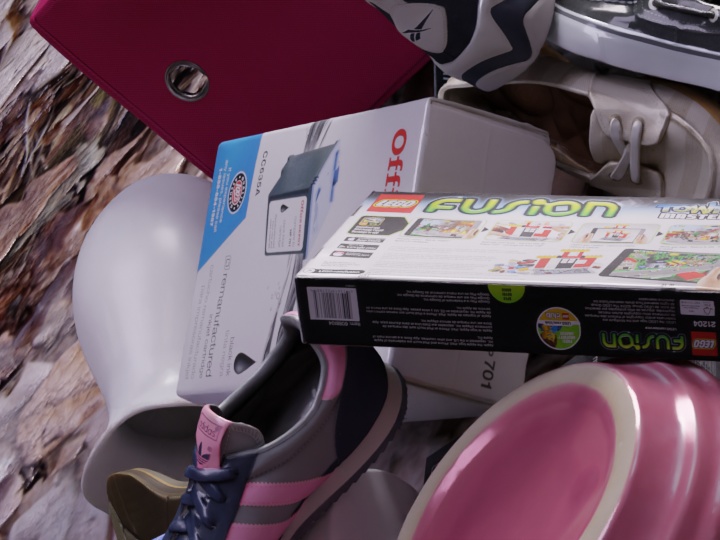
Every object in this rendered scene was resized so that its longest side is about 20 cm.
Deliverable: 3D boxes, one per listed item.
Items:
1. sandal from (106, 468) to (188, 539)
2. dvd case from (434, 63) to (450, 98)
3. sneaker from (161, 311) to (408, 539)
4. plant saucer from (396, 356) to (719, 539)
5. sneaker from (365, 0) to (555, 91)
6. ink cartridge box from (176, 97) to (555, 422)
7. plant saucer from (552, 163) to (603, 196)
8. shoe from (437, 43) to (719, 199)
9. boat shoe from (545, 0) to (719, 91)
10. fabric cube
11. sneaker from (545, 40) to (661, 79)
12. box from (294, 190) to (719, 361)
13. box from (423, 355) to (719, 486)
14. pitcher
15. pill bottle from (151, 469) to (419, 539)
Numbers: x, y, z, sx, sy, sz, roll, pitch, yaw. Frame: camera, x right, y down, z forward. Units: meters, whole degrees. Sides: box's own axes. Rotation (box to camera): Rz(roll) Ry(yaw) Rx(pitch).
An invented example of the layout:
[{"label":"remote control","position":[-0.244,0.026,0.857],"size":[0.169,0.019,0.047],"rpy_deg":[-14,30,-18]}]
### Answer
[{"label":"sandal","position":[-0.080,0.141,1.594],"size":[0.200,0.054,0.081],"rpy_deg":[-14,88,57]},{"label":"dvd case","position":[0.074,-0.184,1.652],"size":[0.025,0.151,0.200],"rpy_deg":[6,36,13]},{"label":"sneaker","position":[-0.065,0.105,1.347],"size":[0.070,0.082,0.200],"rpy_deg":[25,75,45]},{"label":"plant saucer","position":[0.079,0.115,1.246],"size":[0.200,0.051,0.201],"rpy_deg":[-39,27,24]},{"label":"sneaker","position":[0.038,-0.199,1.473],"size":[0.079,0.129,0.200],"rpy_deg":[-25,46,53]},{"label":"ink cartridge box","position":[0.000,0.000,1.500],"size":[0.200,0.086,0.147],"rpy_deg":[-10,68,56]},{"label":"plant saucer","position":[0.063,-0.002,1.573],"size":[0.200,0.034,0.201],"rpy_deg":[-39,28,26]},{"label":"shoe","position":[0.117,-0.068,1.468],"size":[0.053,0.070,0.200],"rpy_deg":[-21,31,-33]},{"label":"boat shoe","position":[0.173,-0.119,1.424],"size":[0.199,0.068,0.057],"rpy_deg":[19,101,37]},{"label":"fabric cube","position":[-0.046,-0.197,1.778],"size":[0.199,0.196,0.200],"rpy_deg":[-41,16,38]},{"label":"sneaker","position":[0.153,-0.125,1.537],"size":[0.199,0.082,0.078],"rpy_deg":[-10,91,41]},{"label":"box","position":[0.082,0.000,1.314],"size":[0.199,0.035,0.110],"rpy_deg":[2,23,21]},{"label":"box","position":[0.093,0.129,1.322],"size":[0.158,0.048,0.201],"rpy_deg":[-37,29,32]},{"label":"pitcher","position":[-0.095,0.028,1.717],"size":[0.171,0.121,0.201],"rpy_deg":[-36,38,31]},{"label":"pill bottle","position":[-0.051,0.170,1.445],"size":[0.200,0.112,0.112],"rpy_deg":[-28,34,39]}]
